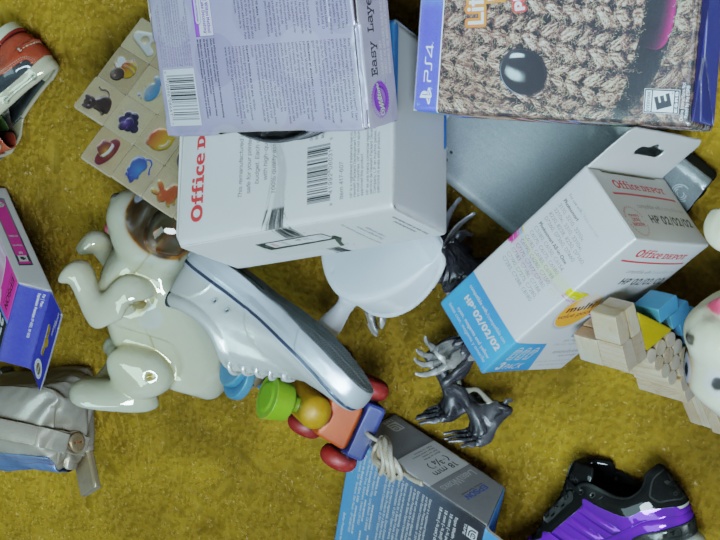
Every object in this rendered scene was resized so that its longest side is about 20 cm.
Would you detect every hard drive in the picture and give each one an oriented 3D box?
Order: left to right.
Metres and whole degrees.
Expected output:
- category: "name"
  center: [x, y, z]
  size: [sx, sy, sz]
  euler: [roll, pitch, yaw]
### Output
- category: "hard drive"
  center: [0.158, -0.082, 1.063]
  size: [0.199, 0.033, 0.140]
  euler: [39, 123, 9]

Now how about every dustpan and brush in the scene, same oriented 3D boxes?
- category: "dustpan and brush"
  center: [0.000, 0.000, 1.111]
  size: [0.200, 0.057, 0.140]
  euler: [-48, 52, 30]

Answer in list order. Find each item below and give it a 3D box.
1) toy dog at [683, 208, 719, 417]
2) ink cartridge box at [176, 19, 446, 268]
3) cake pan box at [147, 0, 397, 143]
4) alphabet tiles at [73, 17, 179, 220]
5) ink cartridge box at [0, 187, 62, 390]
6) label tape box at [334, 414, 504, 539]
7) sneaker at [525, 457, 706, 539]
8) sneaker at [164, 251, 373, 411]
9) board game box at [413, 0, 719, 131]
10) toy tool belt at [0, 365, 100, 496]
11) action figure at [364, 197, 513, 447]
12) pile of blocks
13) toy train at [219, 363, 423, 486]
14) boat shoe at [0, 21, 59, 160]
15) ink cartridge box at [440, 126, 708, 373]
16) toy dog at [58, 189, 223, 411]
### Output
- category: "toy dog"
  center: [0.307, 0.021, 0.942]
  size: [0.200, 0.140, 0.194]
  euler: [-41, 130, 2]
- category: "ink cartridge box"
  center: [-0.038, -0.091, 1.044]
  size: [0.198, 0.084, 0.148]
  euler: [-8, 73, 32]
- category: "cake pan box"
  center: [-0.067, -0.190, 0.961]
  size: [0.183, 0.052, 0.202]
  euler: [1, 103, 35]
- category: "alphabet tiles"
  center: [-0.137, -0.128, 1.152]
  size: [0.199, 0.006, 0.167]
  euler: [32, 78, 13]
- category: "ink cartridge box"
  center: [-0.339, 0.015, 1.311]
  size: [0.200, 0.037, 0.095]
  euler: [53, 132, 39]
- category: "label tape box"
  center: [0.071, 0.242, 1.194]
  size: [0.199, 0.063, 0.146]
  euler: [30, 124, 35]
- category: "sneaker"
  center: [0.190, 0.209, 1.151]
  size: [0.199, 0.069, 0.101]
  euler: [-22, 88, 34]
- category: "sneaker"
  center: [-0.076, 0.059, 1.111]
  size: [0.199, 0.073, 0.071]
  euler: [38, 98, 22]
- category: "board game box"
  center: [0.149, -0.185, 0.958]
  size: [0.198, 0.097, 0.162]
  euler: [5, 96, 23]
- category: "toy tool belt"
  center: [-0.352, 0.170, 1.391]
  size: [0.198, 0.125, 0.124]
  euler: [-3, 100, 30]
- category: "action figure"
  center: [0.067, 0.047, 1.118]
  size: [0.119, 0.101, 0.202]
  euler: [-138, 35, -60]
- category: "pile of blocks"
  center: [0.225, 0.054, 1.018]
  size: [0.062, 0.199, 0.083]
  euler: [14, 78, 48]
- category: "toy train"
  center: [-0.036, 0.120, 1.148]
  size: [0.200, 0.115, 0.085]
  euler: [35, 102, 57]
- category: "boat shoe"
  center: [-0.351, -0.142, 1.295]
  size: [0.062, 0.071, 0.200]
  euler: [40, 119, 4]
- category: "ink cartridge box"
  center: [0.169, -0.010, 0.985]
  size: [0.200, 0.115, 0.068]
  euler: [-45, 63, 30]
- category: "toy dog"
  center: [-0.175, 0.015, 1.214]
  size: [0.192, 0.140, 0.202]
  euler: [10, 114, 15]
